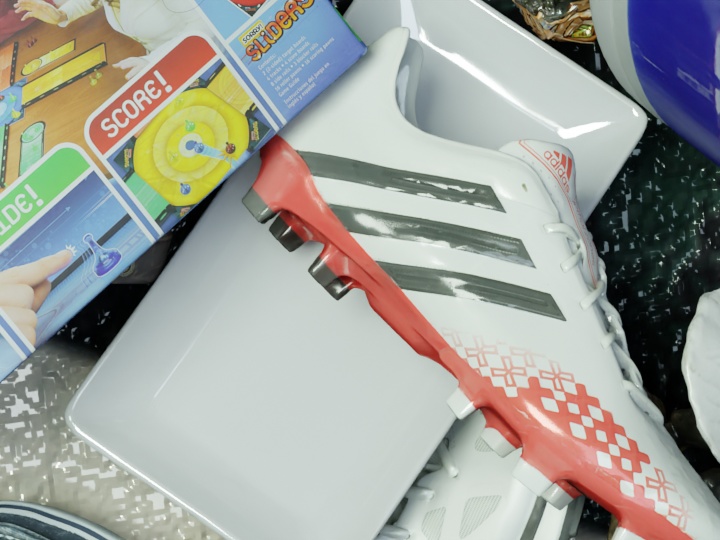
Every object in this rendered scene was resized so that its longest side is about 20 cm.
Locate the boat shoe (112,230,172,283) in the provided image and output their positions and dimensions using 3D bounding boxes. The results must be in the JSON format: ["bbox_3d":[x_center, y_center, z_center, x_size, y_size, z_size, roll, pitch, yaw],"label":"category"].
[{"bbox_3d":[-0.150,-0.014,0.743,0.198,0.074,0.074,-6,98,-12],"label":"boat shoe"}]

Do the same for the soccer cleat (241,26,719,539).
[{"bbox_3d":[0.052,0.008,0.731,0.200,0.069,0.085,43,91,16],"label":"soccer cleat"}]

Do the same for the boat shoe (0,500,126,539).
[{"bbox_3d":[-0.074,0.139,0.726,0.200,0.091,0.071,41,92,22],"label":"boat shoe"}]

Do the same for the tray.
[{"bbox_3d":[0.000,0.000,0.782,0.107,0.022,0.201,34,76,3],"label":"tray"}]

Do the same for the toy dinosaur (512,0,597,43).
[{"bbox_3d":[0.124,-0.166,0.795,0.200,0.102,0.136,-51,128,-18],"label":"toy dinosaur"}]

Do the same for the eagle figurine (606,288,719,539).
[{"bbox_3d":[0.183,0.077,0.803,0.198,0.151,0.153,5,102,8],"label":"eagle figurine"}]

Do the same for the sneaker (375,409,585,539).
[{"bbox_3d":[0.002,0.092,0.793,0.115,0.076,0.202,16,96,-17],"label":"sneaker"}]

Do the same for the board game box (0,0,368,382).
[{"bbox_3d":[-0.112,-0.054,0.699,0.200,0.034,0.136,-42,106,-16],"label":"board game box"}]

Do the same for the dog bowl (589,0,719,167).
[{"bbox_3d":[0.174,-0.114,0.755,0.199,0.079,0.201,-24,137,-24],"label":"dog bowl"}]
